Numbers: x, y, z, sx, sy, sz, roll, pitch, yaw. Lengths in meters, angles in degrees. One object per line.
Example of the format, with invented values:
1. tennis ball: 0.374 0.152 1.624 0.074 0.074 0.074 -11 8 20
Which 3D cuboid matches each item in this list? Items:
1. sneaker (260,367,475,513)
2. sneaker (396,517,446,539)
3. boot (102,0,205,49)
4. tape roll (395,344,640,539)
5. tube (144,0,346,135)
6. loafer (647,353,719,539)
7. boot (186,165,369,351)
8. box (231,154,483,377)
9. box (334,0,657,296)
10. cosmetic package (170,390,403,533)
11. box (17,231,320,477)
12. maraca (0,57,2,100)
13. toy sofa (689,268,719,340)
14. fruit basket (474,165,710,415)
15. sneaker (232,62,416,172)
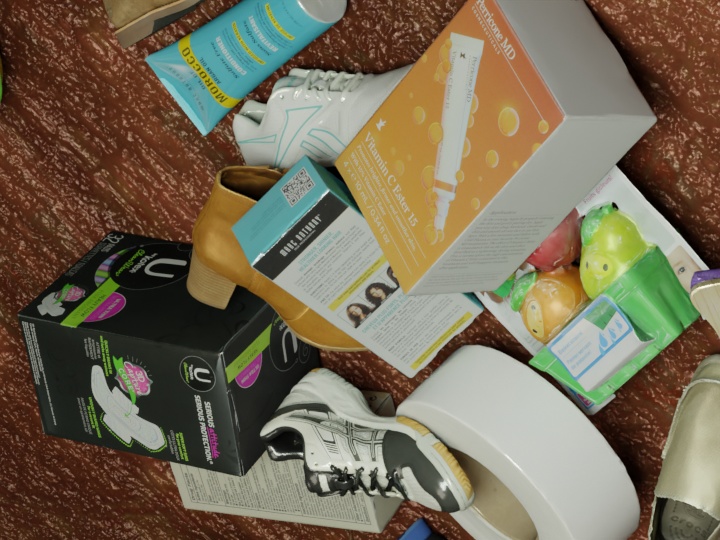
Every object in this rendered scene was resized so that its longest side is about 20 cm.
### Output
1. sneaker: 0.003 0.155 1.692 0.200 0.088 0.076 26 149 43
2. sneaker: 0.022 0.293 1.805 0.078 0.200 0.070 44 142 4
3. boot: -0.132 -0.235 1.618 0.200 0.074 0.076 -22 98 42
4. tape roll: 0.121 0.155 1.682 0.202 0.071 0.203 40 159 18
5. tube: -0.089 -0.173 1.653 0.200 0.050 0.078 -29 96 47
6. loafer: 0.266 0.153 1.645 0.075 0.068 0.201 20 130 19
7. boot: -0.031 -0.011 1.663 0.200 0.071 0.144 13 141 -13
8. box: 0.000 0.000 1.617 0.082 0.049 0.200 -44 132 10
9. box: 0.091 -0.091 1.514 0.200 0.097 0.125 -49 58 37
10. cosmetic package: -0.065 0.156 1.849 0.199 0.073 0.104 5 124 29
11. box: -0.154 0.066 1.787 0.199 0.149 0.125 10 125 26
12. maraca: -0.381 -0.173 1.786 0.199 0.107 0.138 11 119 26
13. toy sofa: 0.310 0.053 1.522 0.097 0.083 0.200 -20 111 20
14. fruit basket: 0.150 -0.005 1.590 0.200 0.094 0.185 45 133 1
15. sneaker: -0.026 -0.119 1.632 0.200 0.070 0.080 -25 104 41
